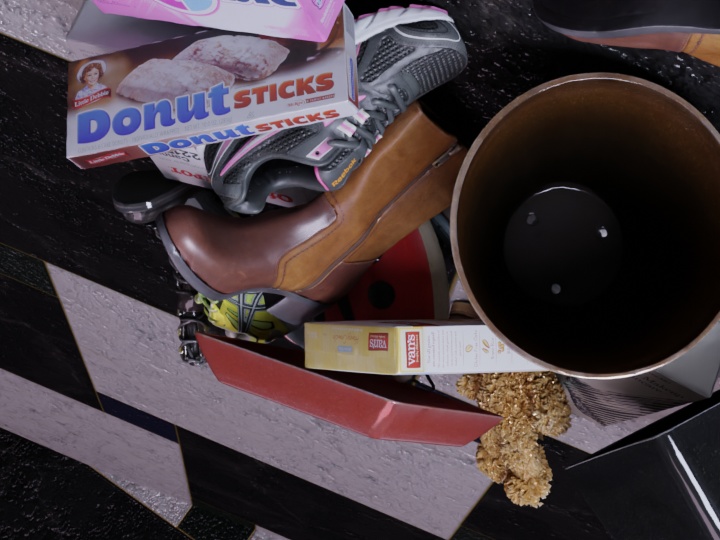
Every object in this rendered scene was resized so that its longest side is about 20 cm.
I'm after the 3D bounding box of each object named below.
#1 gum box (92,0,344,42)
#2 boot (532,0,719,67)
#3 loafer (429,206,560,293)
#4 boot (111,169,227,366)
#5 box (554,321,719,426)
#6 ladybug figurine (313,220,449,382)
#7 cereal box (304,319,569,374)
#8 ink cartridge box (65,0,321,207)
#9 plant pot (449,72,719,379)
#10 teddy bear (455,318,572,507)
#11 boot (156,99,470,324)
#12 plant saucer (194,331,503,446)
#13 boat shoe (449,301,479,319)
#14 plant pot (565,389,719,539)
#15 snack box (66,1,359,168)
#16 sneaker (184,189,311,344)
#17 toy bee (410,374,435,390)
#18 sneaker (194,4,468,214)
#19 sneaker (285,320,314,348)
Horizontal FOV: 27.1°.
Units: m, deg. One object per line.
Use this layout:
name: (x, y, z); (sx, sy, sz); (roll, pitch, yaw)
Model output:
gum box: (-0.113, -0.213, 0.944); (0.198, 0.067, 0.114); (12, 159, 31)
boot: (0.217, -0.121, 0.852); (0.187, 0.069, 0.200); (-3, 156, 38)
loafer: (0.130, -0.002, 1.246); (0.200, 0.063, 0.072); (48, 179, -21)
boot: (-0.144, -0.003, 1.287); (0.068, 0.176, 0.200); (1, -169, 20)
box: (0.235, 0.080, 1.309); (0.082, 0.069, 0.200); (27, 161, -9)
ladybug figurine: (0.000, 0.000, 1.220); (0.135, 0.072, 0.202); (-19, 97, 36)
cereal box: (0.075, 0.056, 1.125); (0.198, 0.040, 0.143); (1, 178, -30)
ink cartridge box: (-0.106, -0.136, 1.112); (0.143, 0.084, 0.200); (14, 159, 22)
plant pot: (0.148, -0.024, 1.016); (0.185, 0.189, 0.200); (23, 178, 2)
teddy bear: (0.135, 0.119, 1.358); (0.066, 0.146, 0.201); (-8, 133, -21)
boot: (-0.025, -0.048, 1.075); (0.199, 0.069, 0.188); (-37, 137, 22)
plant saucer: (-0.010, 0.102, 1.224); (0.198, 0.037, 0.199); (17, -179, 31)
boat shoe: (0.157, 0.106, 1.469); (0.199, 0.071, 0.070); (28, 159, -17)
plant pot: (0.316, 0.184, 1.195); (0.179, 0.199, 0.200); (64, 161, 7)
snack box: (-0.099, -0.119, 0.976); (0.198, 0.073, 0.024); (-10, 160, 17)
sneaker: (-0.102, 0.010, 1.230); (0.076, 0.076, 0.200); (52, 176, 37)
toy bee: (0.019, -0.001, 1.335); (0.199, 0.109, 0.131); (34, -167, 8)
sneaker: (-0.014, -0.096, 0.992); (0.199, 0.087, 0.080); (-26, 149, 14)
sneaker: (-0.099, 0.007, 1.533); (0.200, 0.074, 0.087); (42, 167, -34)
